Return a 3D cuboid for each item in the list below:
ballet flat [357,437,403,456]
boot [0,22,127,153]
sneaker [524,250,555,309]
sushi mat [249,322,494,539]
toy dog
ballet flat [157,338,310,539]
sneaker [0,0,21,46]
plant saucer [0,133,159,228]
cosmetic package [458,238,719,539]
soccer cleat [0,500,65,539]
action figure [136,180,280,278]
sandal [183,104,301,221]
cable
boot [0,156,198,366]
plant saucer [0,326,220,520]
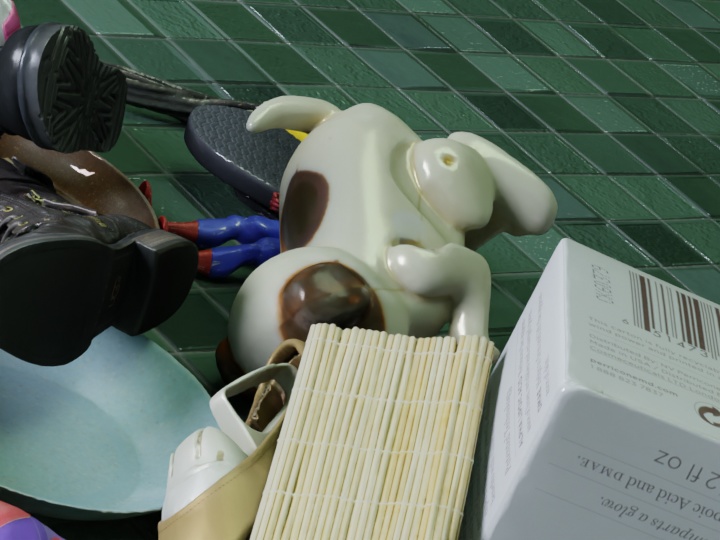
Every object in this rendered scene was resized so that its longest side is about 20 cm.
[{"bbox_3d":[0.015,0.119,1.201,0.071,0.072,0.200,21,30,-7],"label":"ballet flat"},{"bbox_3d":[-0.243,-0.110,1.384,0.198,0.066,0.165,12,-7,9],"label":"boot"},{"bbox_3d":[0.197,0.059,1.601,0.199,0.081,0.115,35,22,7],"label":"sneaker"},{"bbox_3d":[0.007,0.085,1.199,0.095,0.012,0.200,2,33,8],"label":"sushi mat"},{"bbox_3d":[0.000,0.000,1.436,0.194,0.139,0.200,49,41,-17],"label":"toy dog"},{"bbox_3d":[-0.061,0.095,1.231,0.063,0.069,0.200,51,31,-5],"label":"ballet flat"},{"bbox_3d":[-0.294,-0.138,1.512,0.199,0.082,0.088,3,30,26],"label":"sneaker"},{"bbox_3d":[-0.215,-0.038,1.464,0.199,0.035,0.201,19,26,-9],"label":"plant saucer"},{"bbox_3d":[0.130,0.127,1.242,0.164,0.201,0.165,22,24,-6],"label":"cosmetic package"},{"bbox_3d":[-0.152,0.164,1.085,0.073,0.069,0.200,20,22,-19],"label":"soccer cleat"},{"bbox_3d":[-0.042,-0.015,1.561,0.199,0.052,0.065,12,23,-30],"label":"action figure"},{"bbox_3d":[-0.030,-0.040,1.636,0.199,0.043,0.076,30,31,-10],"label":"sandal"},{"bbox_3d":[-0.087,-0.114,1.711,0.199,0.051,0.097,25,20,1],"label":"cable"},{"bbox_3d":[-0.197,-0.020,1.328,0.173,0.070,0.200,26,13,23],"label":"boot"},{"bbox_3d":[-0.166,0.074,1.279,0.200,0.039,0.201,20,24,-9],"label":"plant saucer"}]
